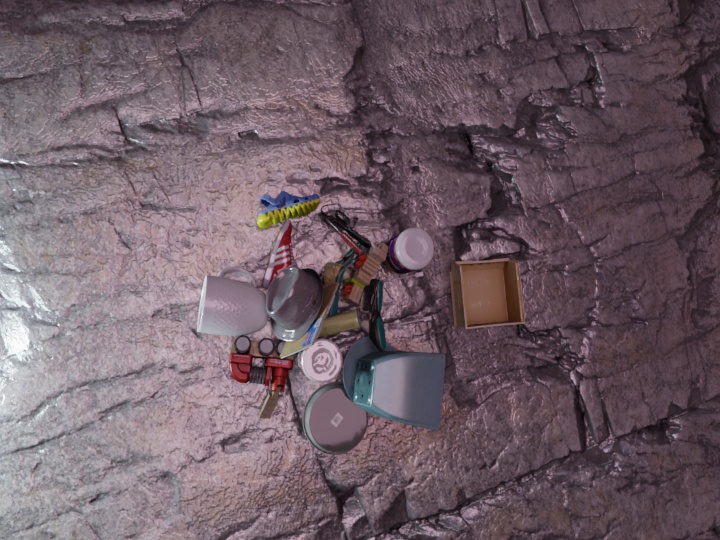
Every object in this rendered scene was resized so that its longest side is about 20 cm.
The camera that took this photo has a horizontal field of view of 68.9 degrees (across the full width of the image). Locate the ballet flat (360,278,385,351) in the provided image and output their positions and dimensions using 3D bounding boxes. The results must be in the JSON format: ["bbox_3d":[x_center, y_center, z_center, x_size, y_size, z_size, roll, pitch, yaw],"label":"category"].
[{"bbox_3d":[0.035,0.127,1.496,0.066,0.068,0.207,-6,79,21],"label":"ballet flat"}]

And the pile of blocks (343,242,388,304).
[{"bbox_3d":[0.000,0.000,1.487,0.061,0.082,0.203,32,93,-25],"label":"pile of blocks"}]

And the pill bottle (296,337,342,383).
[{"bbox_3d":[-0.117,0.239,1.418,0.107,0.200,0.114,1,83,-12],"label":"pill bottle"}]

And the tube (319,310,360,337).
[{"bbox_3d":[-0.098,0.158,1.473,0.194,0.052,0.060,-15,97,4],"label":"tube"}]

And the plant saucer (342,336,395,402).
[{"bbox_3d":[0.025,0.293,1.512,0.196,0.038,0.208,4,82,-32],"label":"plant saucer"}]

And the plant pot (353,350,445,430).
[{"bbox_3d":[0.092,0.310,1.423,0.195,0.195,0.202,12,78,-24],"label":"plant pot"}]

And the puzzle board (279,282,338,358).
[{"bbox_3d":[-0.132,0.133,1.387,0.017,0.149,0.203,40,49,-23],"label":"puzzle board"}]

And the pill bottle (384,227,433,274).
[{"bbox_3d":[0.130,-0.051,1.503,0.109,0.200,0.116,1,84,-12],"label":"pill bottle"}]

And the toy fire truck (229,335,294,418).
[{"bbox_3d":[-0.275,0.294,1.431,0.171,0.129,0.206,8,73,-12],"label":"toy fire truck"}]

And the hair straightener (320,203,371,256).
[{"bbox_3d":[-0.040,-0.129,1.528,0.199,0.041,0.077,41,69,20],"label":"hair straightener"}]

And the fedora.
[{"bbox_3d":[-0.187,0.071,1.371,0.090,0.174,0.203,41,74,-45],"label":"fedora"}]

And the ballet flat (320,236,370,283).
[{"bbox_3d":[-0.036,-0.013,1.531,0.199,0.074,0.075,-42,94,-11],"label":"ballet flat"}]

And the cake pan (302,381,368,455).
[{"bbox_3d":[-0.067,0.424,1.496,0.194,0.037,0.207,1,84,-12],"label":"cake pan"}]

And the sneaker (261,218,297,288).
[{"bbox_3d":[-0.201,-0.035,1.492,0.109,0.071,0.206,18,88,-6],"label":"sneaker"}]

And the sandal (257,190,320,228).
[{"bbox_3d":[-0.209,-0.193,1.506,0.195,0.080,0.089,-16,74,-18],"label":"sandal"}]

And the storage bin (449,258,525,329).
[{"bbox_3d":[0.385,0.068,1.605,0.194,0.094,0.205,-4,86,-13],"label":"storage bin"}]

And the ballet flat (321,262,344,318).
[{"bbox_3d":[-0.089,0.062,1.481,0.068,0.071,0.204,3,125,-12],"label":"ballet flat"}]

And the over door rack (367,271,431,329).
[{"bbox_3d":[0.116,0.091,1.555,0.194,0.067,0.152,-11,88,-13],"label":"over door rack"}]

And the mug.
[{"bbox_3d":[-0.341,0.078,1.424,0.171,0.149,0.205,10,53,-21],"label":"mug"}]
